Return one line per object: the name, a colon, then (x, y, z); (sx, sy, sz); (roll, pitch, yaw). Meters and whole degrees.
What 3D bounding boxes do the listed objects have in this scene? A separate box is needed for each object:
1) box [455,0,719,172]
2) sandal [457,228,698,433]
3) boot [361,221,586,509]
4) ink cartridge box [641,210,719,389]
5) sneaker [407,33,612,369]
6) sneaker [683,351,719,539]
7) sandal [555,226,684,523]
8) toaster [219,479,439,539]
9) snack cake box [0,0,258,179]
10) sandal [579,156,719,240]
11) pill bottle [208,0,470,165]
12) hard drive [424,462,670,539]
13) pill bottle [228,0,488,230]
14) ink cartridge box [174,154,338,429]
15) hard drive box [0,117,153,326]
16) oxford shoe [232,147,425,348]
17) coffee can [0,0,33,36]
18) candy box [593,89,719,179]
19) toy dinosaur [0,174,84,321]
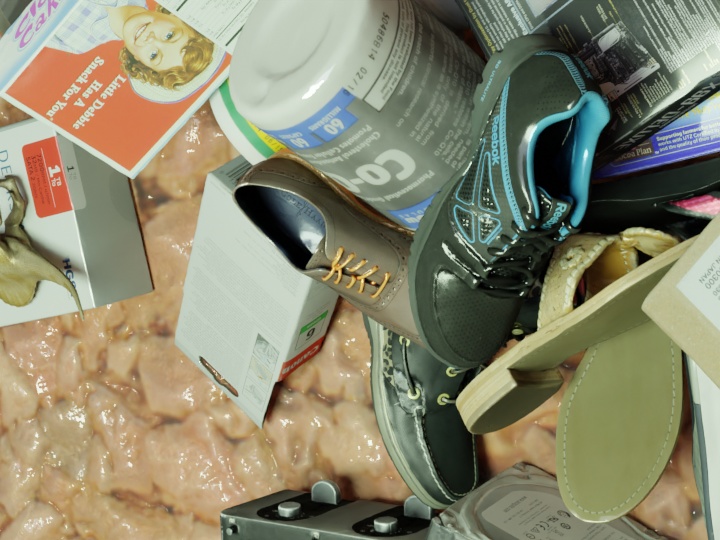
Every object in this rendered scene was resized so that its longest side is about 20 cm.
box: (0.133, -0.176, 0.840); (0.157, 0.050, 0.201); (-36, 79, 36)
sandal: (0.128, 0.013, 0.877); (0.211, 0.077, 0.070); (-41, 61, 28)
boot: (0.081, 0.055, 0.979); (0.153, 0.073, 0.206); (-14, 88, 41)
ink cartridge box: (0.268, 0.002, 0.732); (0.201, 0.075, 0.165); (-53, 57, 19)
sneaker: (0.082, -0.028, 0.817); (0.082, 0.072, 0.202); (-128, 47, -56)
sneaker: (0.273, 0.104, 0.878); (0.144, 0.077, 0.204); (-8, 125, 6)
sandal: (0.178, 0.059, 0.940); (0.077, 0.070, 0.214); (5, 79, 22)
toaster: (0.000, 0.261, 1.048); (0.179, 0.118, 0.203); (2, 100, 32)
snack cake box: (-0.135, -0.170, 0.958); (0.200, 0.115, 0.068); (-43, 37, 21)
sandal: (0.214, -0.035, 0.874); (0.198, 0.075, 0.046); (-11, 61, 21)
pill bottle: (-0.001, -0.155, 0.978); (0.199, 0.112, 0.114); (-34, 81, 31)
hard drive: (0.154, 0.197, 0.931); (0.199, 0.139, 0.038); (28, 112, 25)
pill bottle: (0.027, -0.093, 0.877); (0.113, 0.199, 0.115); (-27, 48, 34)
ink cartridge box: (-0.076, 0.018, 1.080); (0.109, 0.050, 0.201); (42, 142, 19)
hard drive box: (-0.281, -0.037, 1.192); (0.198, 0.077, 0.158); (-12, 93, 32)
oxford shoe: (0.000, 0.000, 0.935); (0.199, 0.073, 0.072); (35, 117, 13)
coffee can: (-0.156, -0.240, 1.037); (0.146, 0.146, 0.201); (46, 118, 16)
candy box: (0.202, -0.173, 0.871); (0.168, 0.077, 0.202); (-11, 94, 34)
toy dinosaur: (-0.272, -0.016, 1.123); (0.198, 0.058, 0.102); (3, 116, 38)
